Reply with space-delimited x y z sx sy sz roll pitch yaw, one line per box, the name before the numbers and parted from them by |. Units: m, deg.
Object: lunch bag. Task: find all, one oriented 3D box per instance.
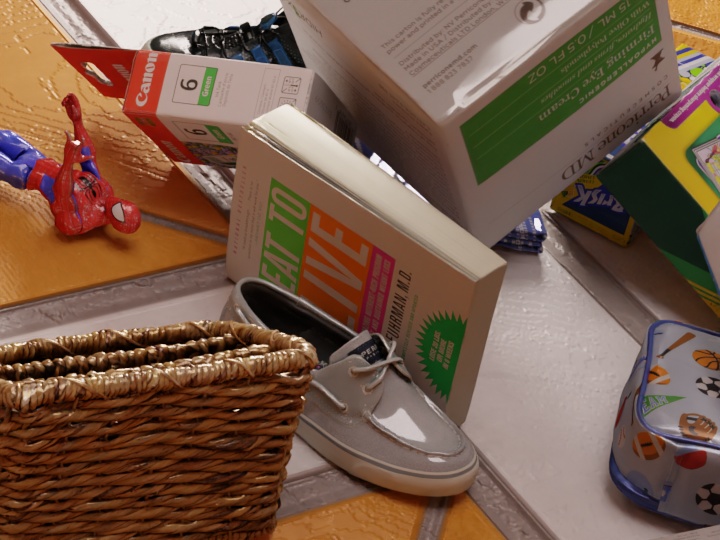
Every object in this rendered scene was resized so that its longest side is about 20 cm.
lunch bag | 0.266 0.109 1.628 0.199 0.076 0.160 17 31 3

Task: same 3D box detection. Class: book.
book | 0.000 0.000 1.631 0.200 0.134 0.048 35 43 27

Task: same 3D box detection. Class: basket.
basket | -0.144 0.072 1.472 0.199 0.149 0.143 -7 41 -26

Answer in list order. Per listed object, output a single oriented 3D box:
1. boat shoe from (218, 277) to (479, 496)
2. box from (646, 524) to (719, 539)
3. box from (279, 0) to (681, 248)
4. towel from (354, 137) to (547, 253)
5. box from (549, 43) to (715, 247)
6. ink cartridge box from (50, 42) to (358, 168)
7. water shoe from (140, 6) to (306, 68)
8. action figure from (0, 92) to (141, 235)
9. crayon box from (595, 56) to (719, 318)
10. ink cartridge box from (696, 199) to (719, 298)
boat shoe | -0.010 0.070 1.585 0.200 0.072 0.070 30 39 21
box | 0.162 0.191 1.511 0.199 0.039 0.041 -9 43 -28
box | 0.083 -0.167 1.748 0.199 0.171 0.200 -38 59 -10
towel | 0.027 -0.064 1.826 0.199 0.024 0.145 5 35 -15
box | 0.222 -0.096 1.893 0.070 0.064 0.200 29 38 18
ink cartridge box | -0.112 -0.110 1.748 0.199 0.109 0.051 7 76 19
water shoe | -0.064 -0.170 1.881 0.199 0.079 0.072 5 36 -13
action figure | -0.230 -0.092 1.711 0.200 0.099 0.065 28 39 15
crayon box | 0.282 -0.056 1.808 0.173 0.058 0.200 50 42 -1
ink cartridge box | 0.349 0.000 1.610 0.199 0.145 0.147 19 32 -24
